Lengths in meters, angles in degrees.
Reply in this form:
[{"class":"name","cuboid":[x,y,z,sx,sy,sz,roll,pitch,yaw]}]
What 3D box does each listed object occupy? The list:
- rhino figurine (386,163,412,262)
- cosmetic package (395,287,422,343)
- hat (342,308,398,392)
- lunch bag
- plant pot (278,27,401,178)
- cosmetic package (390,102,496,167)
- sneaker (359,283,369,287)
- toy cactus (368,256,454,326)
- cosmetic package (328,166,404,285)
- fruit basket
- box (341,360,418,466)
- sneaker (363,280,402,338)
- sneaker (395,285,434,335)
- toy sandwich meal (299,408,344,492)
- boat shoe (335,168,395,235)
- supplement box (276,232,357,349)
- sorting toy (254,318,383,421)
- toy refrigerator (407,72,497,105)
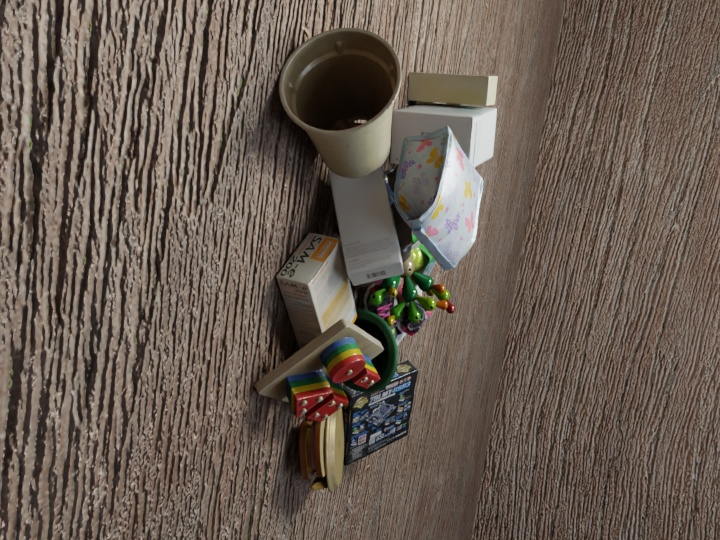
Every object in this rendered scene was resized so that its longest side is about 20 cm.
[{"class":"rhino figurine","cuboid":[0.073,-0.111,1.204,0.059,0.086,0.207,-9,109,-56]},{"class":"cosmetic package","cuboid":[0.086,0.107,1.509,0.200,0.072,0.104,-47,140,-51]},{"class":"hat","cuboid":[0.034,0.158,1.304,0.174,0.195,0.171,-5,99,-57]},{"class":"lunch bag","cuboid":[0.138,-0.127,1.119,0.169,0.124,0.205,39,53,-45]},{"class":"plant pot","cuboid":[-0.022,-0.261,1.023,0.184,0.195,0.205,72,36,-65]},{"class":"cosmetic package","cuboid":[0.198,-0.320,1.427,0.199,0.194,0.127,-33,130,-57]},{"class":"sneaker","cuboid":[0.000,0.000,1.284,0.199,0.074,0.095,-30,131,-57]},{"class":"toy cactus","cuboid":[0.098,0.031,1.261,0.103,0.194,0.170,126,-44,-61]},{"class":"cosmetic package","cuboid":[0.012,-0.089,1.126,0.085,0.104,0.206,63,17,-73]},{"class":"fruit basket","cuboid":[0.093,0.009,1.403,0.199,0.093,0.187,-40,163,-44]},{"class":"box","cuboid":[0.038,0.328,1.403,0.196,0.049,0.204,-16,123,-34]},{"class":"sneaker","cuboid":[0.054,0.109,1.331,0.072,0.088,0.204,-17,132,-23]},{"class":"sneaker","cuboid":[0.118,0.097,1.390,0.076,0.079,0.200,-57,156,-10]},{"class":"toy sandwich meal","cuboid":[-0.077,0.363,1.260,0.205,0.068,0.212,-1,90,-85]},{"class":"boat shoe","cuboid":[0.014,-0.143,1.252,0.201,0.071,0.073,-54,143,-34]},{"class":"supplement box","cuboid":[-0.076,0.051,1.133,0.127,0.072,0.204,-56,147,-40]},{"class":"sorting toy","cuboid":[-0.057,0.195,1.102,0.198,0.070,0.199,-36,152,7]},{"class":"toy refrigerator","cuboid":[0.215,-0.424,1.423,0.076,0.195,0.072,-30,127,-58]}]
